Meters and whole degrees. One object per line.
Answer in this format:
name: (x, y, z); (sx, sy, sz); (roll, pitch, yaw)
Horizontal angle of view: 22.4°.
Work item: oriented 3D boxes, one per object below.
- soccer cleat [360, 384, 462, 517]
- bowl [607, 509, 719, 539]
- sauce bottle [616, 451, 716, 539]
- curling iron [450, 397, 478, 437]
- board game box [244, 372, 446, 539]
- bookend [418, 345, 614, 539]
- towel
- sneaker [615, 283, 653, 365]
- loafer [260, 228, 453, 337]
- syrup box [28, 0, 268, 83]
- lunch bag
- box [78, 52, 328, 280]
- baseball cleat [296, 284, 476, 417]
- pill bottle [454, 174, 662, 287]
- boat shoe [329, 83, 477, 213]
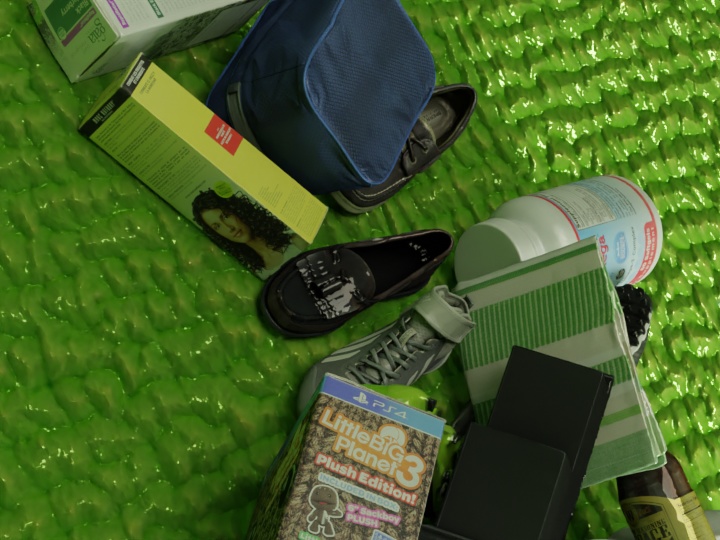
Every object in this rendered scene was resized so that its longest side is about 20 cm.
soccer cleat: (0.032, 0.137, 1.429); (0.200, 0.081, 0.068); (65, 41, -59)
bowl: (0.326, 0.304, 1.616); (0.199, 0.075, 0.201); (-1, 64, -42)
sauce bottle: (0.254, 0.202, 1.532); (0.066, 0.066, 0.201); (-15, 77, -45)
curling iron: (0.134, 0.101, 1.609); (0.050, 0.026, 0.200); (53, 44, 3)
board game box: (-0.028, 0.207, 1.296); (0.096, 0.160, 0.201); (22, 49, -7)
bookend: (0.121, 0.142, 1.397); (0.092, 0.200, 0.200); (16, 78, 14)
towel: (0.163, 0.087, 1.536); (0.023, 0.152, 0.201); (16, 57, -67)
sneaker: (0.210, 0.104, 1.631); (0.066, 0.091, 0.201); (16, 56, 19)
loafer: (0.000, 0.000, 1.529); (0.199, 0.063, 0.072); (-19, 78, -45)
syrup box: (-0.169, -0.229, 1.513); (0.199, 0.079, 0.082); (-25, 82, -46)
lunch bag: (-0.036, -0.158, 1.544); (0.136, 0.132, 0.200); (56, 42, -28)
box: (-0.126, -0.082, 1.465); (0.200, 0.075, 0.050); (39, 45, -14)
baseball cleat: (0.024, 0.065, 1.480); (0.070, 0.107, 0.200); (44, 38, 8)
pill bottle: (0.180, -0.020, 1.664); (0.199, 0.109, 0.109); (-16, 76, -44)
boat shoe: (0.039, -0.119, 1.635); (0.072, 0.065, 0.200); (54, 44, -2)
